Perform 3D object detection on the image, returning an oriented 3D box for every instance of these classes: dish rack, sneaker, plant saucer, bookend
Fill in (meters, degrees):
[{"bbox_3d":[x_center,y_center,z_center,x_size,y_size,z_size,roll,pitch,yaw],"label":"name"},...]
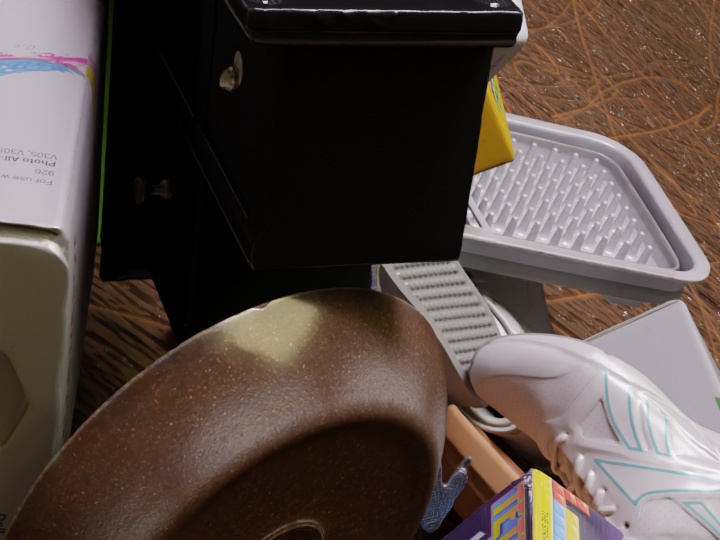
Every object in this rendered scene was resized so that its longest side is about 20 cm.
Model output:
[{"bbox_3d":[0.092,-0.039,1.009,0.199,0.044,0.172,10,30,-19],"label":"dish rack"},{"bbox_3d":[0.131,0.099,0.840,0.200,0.080,0.071,30,-23,21],"label":"sneaker"},{"bbox_3d":[0.104,0.152,0.875,0.200,0.037,0.200,46,1,-1],"label":"plant saucer"},{"bbox_3d":[0.000,0.000,0.886,0.201,0.082,0.074,62,35,-28],"label":"sneaker"},{"bbox_3d":[0.064,0.013,1.005,0.201,0.073,0.116,63,14,25],"label":"sneaker"},{"bbox_3d":[-0.032,-0.040,0.641,0.092,0.201,0.199,-3,31,-19],"label":"bookend"},{"bbox_3d":[-0.039,0.096,0.626,0.200,0.201,0.037,9,29,-51],"label":"plant saucer"}]

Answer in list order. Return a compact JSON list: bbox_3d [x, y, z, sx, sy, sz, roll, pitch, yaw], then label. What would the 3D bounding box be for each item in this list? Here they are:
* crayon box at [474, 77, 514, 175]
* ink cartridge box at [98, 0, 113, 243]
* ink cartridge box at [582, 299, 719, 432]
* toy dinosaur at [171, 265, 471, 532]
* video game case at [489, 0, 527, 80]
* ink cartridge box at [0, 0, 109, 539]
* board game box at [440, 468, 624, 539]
[{"bbox_3d":[0.029,-0.133,0.896,0.127,0.051,0.201,-96,162,-55],"label":"crayon box"},{"bbox_3d":[-0.087,-0.084,0.851,0.200,0.075,0.149,-17,108,-60],"label":"ink cartridge box"},{"bbox_3d":[0.195,0.134,0.983,0.200,0.084,0.146,51,17,-51],"label":"ink cartridge box"},{"bbox_3d":[-0.031,0.077,0.801,0.104,0.201,0.181,-9,12,-19],"label":"toy dinosaur"},{"bbox_3d":[0.005,-0.147,0.694,0.023,0.182,0.201,-4,75,-21],"label":"video game case"},{"bbox_3d":[-0.144,-0.017,0.653,0.087,0.146,0.200,4,37,-8],"label":"ink cartridge box"},{"bbox_3d":[0.027,0.194,0.637,0.057,0.165,0.200,38,29,-18],"label":"board game box"}]
